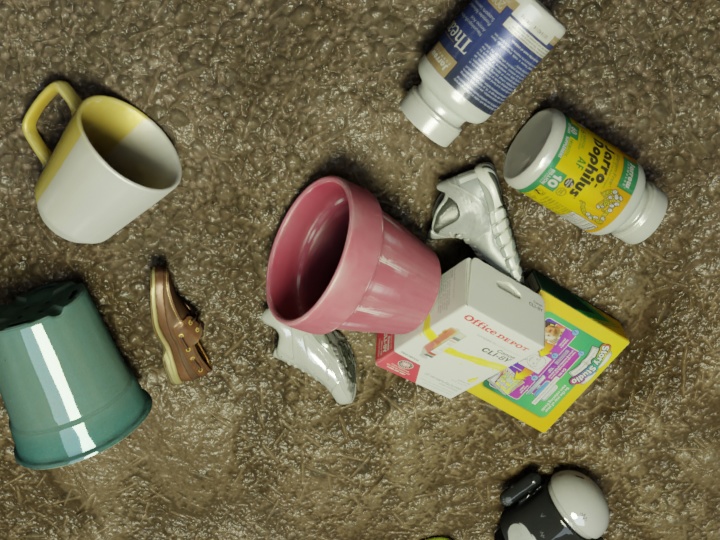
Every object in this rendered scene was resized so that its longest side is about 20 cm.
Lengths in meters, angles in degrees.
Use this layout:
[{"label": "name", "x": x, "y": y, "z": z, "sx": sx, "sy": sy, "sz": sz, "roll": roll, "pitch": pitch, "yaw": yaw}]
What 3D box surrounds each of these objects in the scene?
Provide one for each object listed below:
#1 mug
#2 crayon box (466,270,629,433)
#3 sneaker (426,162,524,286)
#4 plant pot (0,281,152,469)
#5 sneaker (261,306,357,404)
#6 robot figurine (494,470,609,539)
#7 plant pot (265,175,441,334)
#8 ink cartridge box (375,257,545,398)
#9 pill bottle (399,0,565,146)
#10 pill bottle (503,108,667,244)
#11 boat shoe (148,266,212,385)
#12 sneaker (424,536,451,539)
[{"label": "mug", "x": -0.335, "y": -0.128, "z": 1.131, "sx": 0.153, "sy": 0.187, "sz": 0.149, "roll": -40, "pitch": 147, "yaw": 28}, {"label": "crayon box", "x": 0.266, "y": 0.124, "z": 1.327, "sx": 0.172, "sy": 0.058, "sz": 0.200, "roll": 29, "pitch": 114, "yaw": -19}, {"label": "sneaker", "x": 0.152, "y": -0.043, "z": 1.227, "sx": 0.115, "sy": 0.075, "sz": 0.201, "roll": -15, "pitch": 109, "yaw": 11}, {"label": "plant pot", "x": -0.416, "y": 0.134, "z": 1.231, "sx": 0.199, "sy": 0.200, "sz": 0.197, "roll": -15, "pitch": 112, "yaw": 5}, {"label": "sneaker", "x": -0.075, "y": 0.117, "z": 1.305, "sx": 0.099, "sy": 0.078, "sz": 0.201, "roll": -23, "pitch": 109, "yaw": 17}, {"label": "robot figurine", "x": 0.309, "y": 0.412, "z": 1.456, "sx": 0.200, "sy": 0.125, "sz": 0.150, "roll": -43, "pitch": 136, "yaw": 19}, {"label": "plant pot", "x": 0.000, "y": 0.000, "z": 1.179, "sx": 0.178, "sy": 0.200, "sz": 0.200, "roll": 22, "pitch": 117, "yaw": -31}, {"label": "ink cartridge box", "x": 0.135, "y": 0.085, "z": 1.233, "sx": 0.145, "sy": 0.084, "sz": 0.200, "roll": 27, "pitch": 138, "yaw": -24}, {"label": "pill bottle", "x": 0.141, "y": -0.251, "z": 1.079, "sx": 0.111, "sy": 0.111, "sz": 0.200, "roll": 35, "pitch": 112, "yaw": -20}, {"label": "pill bottle", "x": 0.296, "y": -0.115, "z": 1.163, "sx": 0.199, "sy": 0.113, "sz": 0.113, "roll": 28, "pitch": 114, "yaw": -17}, {"label": "boat shoe", "x": -0.257, "y": 0.075, "z": 1.270, "sx": 0.067, "sy": 0.072, "sz": 0.201, "roll": -9, "pitch": 126, "yaw": -4}, {"label": "sneaker", "x": 0.075, "y": 0.525, "z": 1.533, "sx": 0.199, "sy": 0.076, "sz": 0.106, "roll": -9, "pitch": 120, "yaw": 1}]
